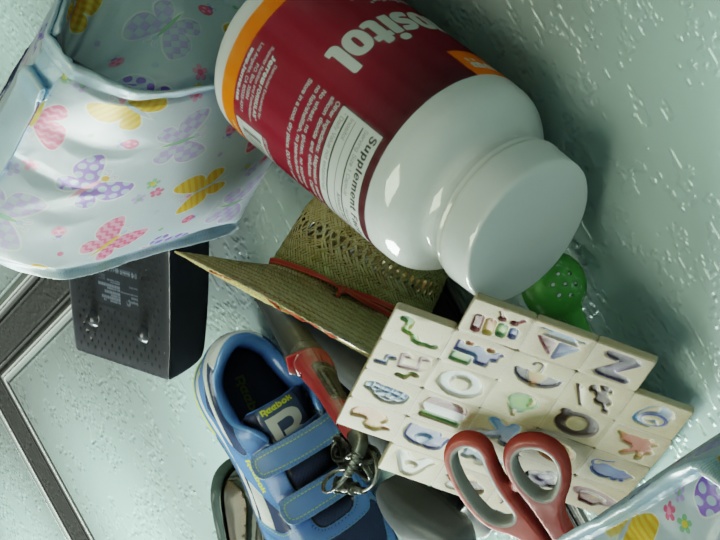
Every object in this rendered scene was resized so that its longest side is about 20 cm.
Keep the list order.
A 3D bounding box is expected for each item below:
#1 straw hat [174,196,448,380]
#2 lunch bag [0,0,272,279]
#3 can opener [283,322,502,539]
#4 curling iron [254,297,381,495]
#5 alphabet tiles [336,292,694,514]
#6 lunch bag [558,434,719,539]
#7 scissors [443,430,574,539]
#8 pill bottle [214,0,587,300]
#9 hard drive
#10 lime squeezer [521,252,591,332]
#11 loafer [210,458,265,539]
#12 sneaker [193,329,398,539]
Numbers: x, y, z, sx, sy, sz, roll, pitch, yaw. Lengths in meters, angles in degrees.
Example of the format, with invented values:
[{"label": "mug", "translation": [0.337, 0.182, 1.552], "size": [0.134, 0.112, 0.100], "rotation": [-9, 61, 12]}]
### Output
[{"label": "straw hat", "translation": [0.000, 0.000, 1.445], "size": [0.201, 0.085, 0.201], "rotation": [28, 177, 2]}, {"label": "lunch bag", "translation": [-0.137, -0.094, 1.449], "size": [0.127, 0.200, 0.170], "rotation": [50, 133, 19]}, {"label": "can opener", "translation": [0.010, 0.096, 1.529], "size": [0.200, 0.067, 0.053], "rotation": [41, 143, 33]}, {"label": "curling iron", "translation": [-0.033, 0.065, 1.515], "size": [0.050, 0.025, 0.200], "rotation": [-64, 35, 27]}, {"label": "alphabet tiles", "translation": [0.080, 0.078, 1.360], "size": [0.166, 0.006, 0.200], "rotation": [19, 147, -5]}, {"label": "lunch bag", "translation": [0.190, 0.133, 1.165], "size": [0.200, 0.169, 0.127], "rotation": [-37, 77, 56]}, {"label": "scissors", "translation": [0.113, 0.163, 1.408], "size": [0.073, 0.014, 0.200], "rotation": [-14, 121, 29]}, {"label": "pill bottle", "translation": [0.023, -0.073, 1.336], "size": [0.200, 0.113, 0.113], "rotation": [40, 142, 33]}, {"label": "hard drive", "translation": [-0.147, -0.038, 1.654], "size": [0.135, 0.042, 0.201], "rotation": [13, 108, 53]}, {"label": "lime squeezer", "translation": [0.091, -0.003, 1.372], "size": [0.200, 0.038, 0.071], "rotation": [49, 178, 21]}, {"label": "loafer", "translation": [-0.048, 0.223, 1.718], "size": [0.063, 0.072, 0.201], "rotation": [-2, 109, 51]}, {"label": "sneaker", "translation": [-0.043, 0.122, 1.612], "size": [0.200, 0.074, 0.082], "rotation": [53, 161, 15]}]
